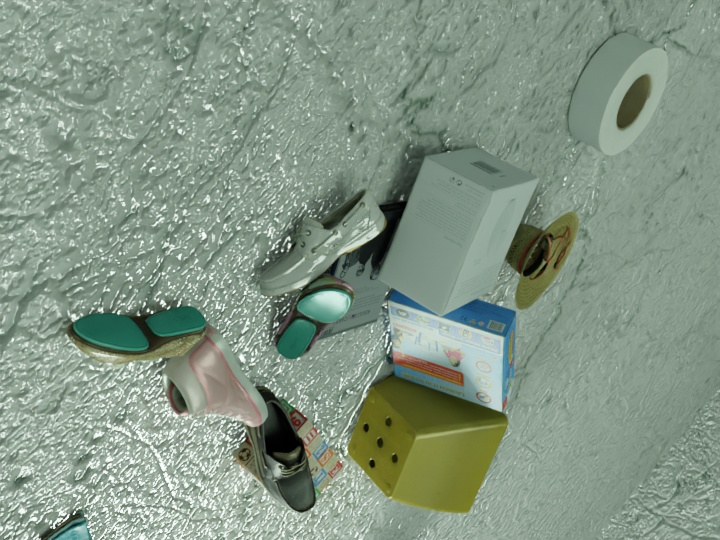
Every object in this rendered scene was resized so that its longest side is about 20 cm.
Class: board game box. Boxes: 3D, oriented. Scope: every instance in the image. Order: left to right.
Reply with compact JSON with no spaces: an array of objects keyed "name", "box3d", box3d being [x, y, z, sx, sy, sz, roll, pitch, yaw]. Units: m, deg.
[{"name":"board game box","box3d":[0.147,0.119,1.756,0.056,0.198,0.197,-58,156,-35]}]

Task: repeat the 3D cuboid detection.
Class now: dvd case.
[{"name":"dvd case","box3d":[0.000,0.000,1.612,0.149,0.025,0.202,-14,130,-49]}]

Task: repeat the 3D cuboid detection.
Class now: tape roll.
[{"name":"tape roll","box3d":[0.448,-0.305,1.909,0.202,0.070,0.204,-35,143,-32]}]

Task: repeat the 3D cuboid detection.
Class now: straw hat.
[{"name":"straw hat","box3d":[0.295,-0.036,1.933,0.201,0.085,0.203,-42,150,-31]}]

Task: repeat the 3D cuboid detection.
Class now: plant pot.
[{"name":"plant pot","box3d":[0.097,0.284,1.868,0.175,0.200,0.202,1,119,-41]}]

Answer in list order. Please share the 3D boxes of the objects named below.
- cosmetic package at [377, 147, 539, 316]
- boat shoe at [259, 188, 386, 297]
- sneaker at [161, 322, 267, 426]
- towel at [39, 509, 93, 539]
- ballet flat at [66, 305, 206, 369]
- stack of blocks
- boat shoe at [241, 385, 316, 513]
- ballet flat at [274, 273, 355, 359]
[{"name":"cosmetic package","box3d":[0.147,-0.063,1.636,0.199,0.122,0.202,-19,133,-61]},{"name":"boat shoe","box3d":[-0.060,-0.041,1.460,0.199,0.071,0.070,-36,118,-17]},{"name":"sneaker","box3d":[-0.197,0.163,1.439,0.105,0.075,0.201,-48,141,-22]},{"name":"towel","box3d":[-0.422,0.411,1.411,0.199,0.022,0.148,-36,143,-30]},{"name":"ballet flat","box3d":[-0.264,0.086,1.288,0.199,0.071,0.066,-2,135,-50]},{"name":"stack of blocks","box3d":[-0.108,0.295,1.703,0.115,0.058,0.201,-48,148,-13]},{"name":"boat shoe","box3d":[-0.114,0.263,1.565,0.074,0.073,0.202,-30,106,-18]},{"name":"ballet flat","box3d":[-0.061,0.048,1.498,0.200,0.068,0.072,-52,-163,49]}]
